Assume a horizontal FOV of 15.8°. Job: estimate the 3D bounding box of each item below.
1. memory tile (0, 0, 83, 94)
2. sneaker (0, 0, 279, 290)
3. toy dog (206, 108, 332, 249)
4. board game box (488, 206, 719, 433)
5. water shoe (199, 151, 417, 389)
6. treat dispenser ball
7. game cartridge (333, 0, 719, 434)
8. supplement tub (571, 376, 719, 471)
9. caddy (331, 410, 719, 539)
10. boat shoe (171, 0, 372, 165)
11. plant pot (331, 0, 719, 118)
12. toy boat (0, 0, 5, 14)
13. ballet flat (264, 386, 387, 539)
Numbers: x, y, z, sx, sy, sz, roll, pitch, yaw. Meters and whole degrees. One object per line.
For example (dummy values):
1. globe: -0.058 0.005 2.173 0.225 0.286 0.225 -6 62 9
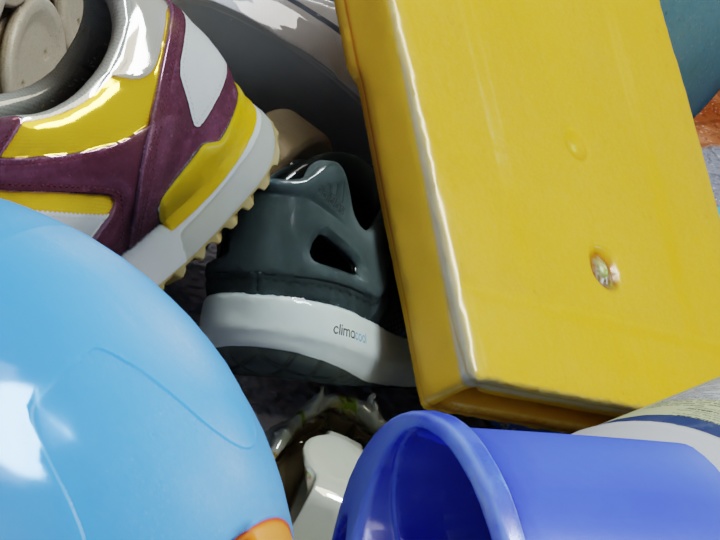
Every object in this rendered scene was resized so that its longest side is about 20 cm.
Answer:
1. memory tile: -0.099 -0.152 0.902 0.017 0.154 0.200 5 34 16
2. sneaker: -0.116 -0.002 0.785 0.090 0.200 0.075 49 -21 -29
3. toy dog: -0.105 -0.006 0.921 0.200 0.096 0.132 -17 49 -31
4. board game box: 0.128 0.034 1.046 0.200 0.045 0.152 -2 37 -40
5. water shoe: 0.000 0.000 0.905 0.071 0.079 0.200 6 -1 12
6. treat dispenser ball: -0.114 0.080 0.616 0.200 0.201 0.201 18 28 -10
7. game cartridge: 0.064 -0.039 0.915 0.176 0.032 0.200 13 57 -47
8. supplement tub: 0.140 0.101 0.831 0.145 0.145 0.200 38 31 26
9. caddy: 0.040 0.132 0.672 0.105 0.141 0.200 0 58 -20
10. boat shoe: 0.018 -0.065 0.984 0.200 0.074 0.065 32 59 -16
11. plant pot: 0.040 -0.098 1.087 0.200 0.200 0.135 31 56 15
12. toy boat: -0.200 -0.113 0.758 0.200 0.131 0.131 24 -18 24
13. ballet flat: -0.024 0.099 0.798 0.075 0.064 0.200 22 28 -7
